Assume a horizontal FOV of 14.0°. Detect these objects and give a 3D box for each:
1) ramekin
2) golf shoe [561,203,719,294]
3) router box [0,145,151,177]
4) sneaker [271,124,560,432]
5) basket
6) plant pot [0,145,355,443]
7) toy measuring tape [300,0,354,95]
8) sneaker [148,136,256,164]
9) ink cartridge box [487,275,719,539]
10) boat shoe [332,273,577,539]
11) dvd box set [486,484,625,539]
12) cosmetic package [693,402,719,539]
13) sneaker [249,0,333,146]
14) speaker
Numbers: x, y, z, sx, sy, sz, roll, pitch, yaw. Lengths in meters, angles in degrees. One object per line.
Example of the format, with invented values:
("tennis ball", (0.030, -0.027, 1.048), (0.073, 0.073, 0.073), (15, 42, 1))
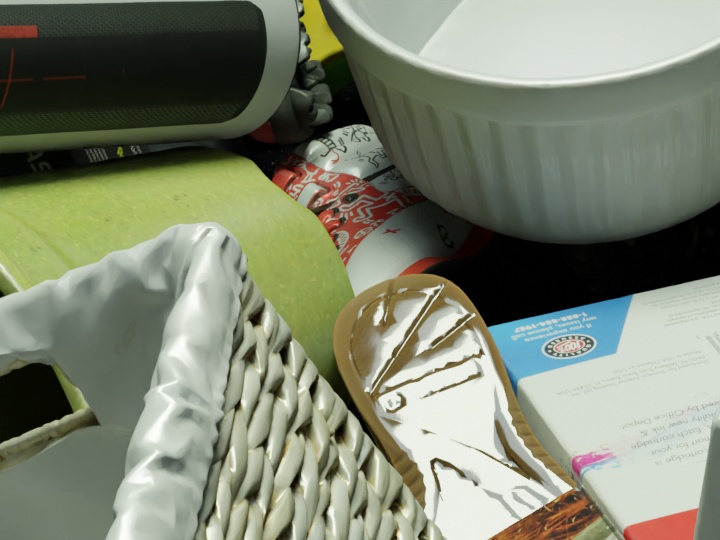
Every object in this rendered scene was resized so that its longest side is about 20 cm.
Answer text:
("ramekin", (0.086, -0.103, 1.143), (0.199, 0.105, 0.201), (-6, 47, 6))
("golf shoe", (0.127, -0.075, 1.238), (0.094, 0.078, 0.200), (23, 60, 28))
("router box", (-0.184, -0.079, 1.130), (0.149, 0.200, 0.062), (-6, 49, 18))
("sneaker", (0.000, 0.001, 1.178), (0.108, 0.067, 0.201), (9, 30, 24))
("basket", (-0.089, 0.129, 0.798), (0.198, 0.161, 0.200), (-22, 34, 27))
("plant pot", (-0.103, 0.040, 1.031), (0.200, 0.201, 0.184), (17, 25, 32))
("toy measuring tape", (-0.013, -0.082, 1.335), (0.200, 0.074, 0.074), (34, 46, 23))
("sneaker", (-0.124, -0.053, 1.290), (0.112, 0.073, 0.200), (-24, 44, -34))
("ink cartridge box", (0.130, 0.082, 1.018), (0.116, 0.067, 0.200), (-12, 31, -14))
("boat shoe", (0.042, 0.096, 1.008), (0.072, 0.072, 0.200), (-20, 54, -5))
("dvd box set", (0.016, 0.160, 0.883), (0.200, 0.029, 0.146), (-30, 36, -5))
("cosmetic package", (0.177, 0.043, 0.938), (0.101, 0.071, 0.200), (13, 28, 14))
("sneaker", (-0.076, -0.111, 1.264), (0.098, 0.071, 0.201), (-20, 42, -6))
("speaker", (-0.116, -0.081, 1.015), (0.081, 0.082, 0.200), (22, 18, 38))
